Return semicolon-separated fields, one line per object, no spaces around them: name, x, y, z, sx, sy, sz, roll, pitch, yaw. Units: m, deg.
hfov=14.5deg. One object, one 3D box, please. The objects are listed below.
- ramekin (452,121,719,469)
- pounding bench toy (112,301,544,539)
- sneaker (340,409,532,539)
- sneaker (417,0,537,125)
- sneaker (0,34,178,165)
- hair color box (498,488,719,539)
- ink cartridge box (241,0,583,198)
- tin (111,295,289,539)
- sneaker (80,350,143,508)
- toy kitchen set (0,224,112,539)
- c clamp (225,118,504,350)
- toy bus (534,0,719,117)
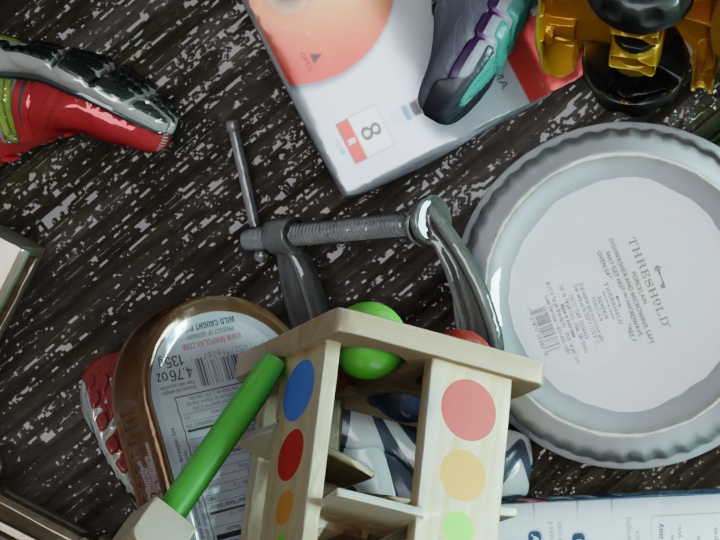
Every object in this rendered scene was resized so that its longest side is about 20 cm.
ramekin;0.149;0.014;1.581;0.200;0.105;0.200;0;90;6
pounding bench toy;-0.024;0.094;1.462;0.200;0.124;0.156;16;69;-26
sneaker;-0.008;0.142;1.608;0.199;0.079;0.130;9;82;-4
sneaker;0.062;-0.176;1.587;0.087;0.074;0.200;26;69;6
sneaker;-0.201;-0.092;1.643;0.200;0.077;0.085;14;102;13
hair color box;0.143;0.173;1.569;0.200;0.061;0.100;-1;88;-16
ink cartridge box;0.044;-0.155;1.622;0.200;0.050;0.162;-28;87;8
tin;-0.067;0.111;1.528;0.112;0.042;0.200;-13;83;-28
sneaker;-0.095;0.134;1.575;0.078;0.082;0.200;-39;98;-33
toy kitchen set;-0.180;0.094;1.585;0.200;0.163;0.181;27;92;5
c clamp;0.000;0.000;1.582;0.200;0.027;0.171;3;109;48
toy bus;0.207;-0.188;1.570;0.200;0.136;0.192;7;70;6
